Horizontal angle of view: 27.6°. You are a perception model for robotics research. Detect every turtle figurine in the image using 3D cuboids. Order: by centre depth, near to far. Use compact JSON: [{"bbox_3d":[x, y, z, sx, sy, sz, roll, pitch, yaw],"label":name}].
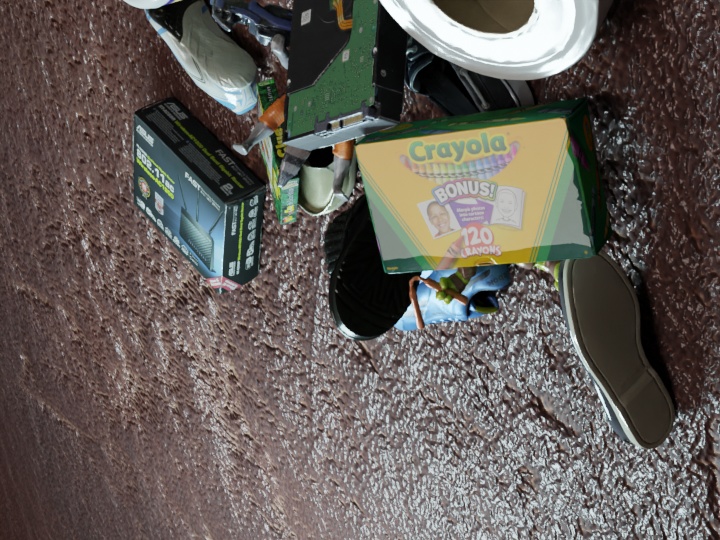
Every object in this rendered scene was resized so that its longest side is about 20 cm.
[{"bbox_3d":[0.116,-0.031,1.321,0.159,0.064,0.203,15,109,28],"label":"turtle figurine"}]

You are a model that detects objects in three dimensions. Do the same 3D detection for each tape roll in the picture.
[{"bbox_3d":[0.102,-0.241,1.120,0.200,0.071,0.203,23,150,14],"label":"tape roll"}]

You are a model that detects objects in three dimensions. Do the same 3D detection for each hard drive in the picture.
[{"bbox_3d":[-0.010,-0.215,1.282,0.139,0.037,0.203,-11,71,53],"label":"hard drive"}]

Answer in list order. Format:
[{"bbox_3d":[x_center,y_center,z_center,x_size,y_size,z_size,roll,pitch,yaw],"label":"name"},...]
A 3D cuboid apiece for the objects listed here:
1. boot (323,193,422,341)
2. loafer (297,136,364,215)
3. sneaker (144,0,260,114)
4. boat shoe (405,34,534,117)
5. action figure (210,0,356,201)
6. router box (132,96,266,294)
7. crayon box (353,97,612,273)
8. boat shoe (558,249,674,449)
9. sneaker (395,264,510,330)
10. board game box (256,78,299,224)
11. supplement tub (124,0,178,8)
[{"bbox_3d":[0.002,0.001,1.442,0.079,0.213,0.158,31,146,-10],"label":"boot"},{"bbox_3d":[-0.042,-0.124,1.512,0.076,0.068,0.201,49,147,21],"label":"loafer"},{"bbox_3d":[-0.180,-0.250,1.626,0.201,0.071,0.073,51,157,25],"label":"sneaker"},{"bbox_3d":[0.065,-0.187,1.301,0.200,0.067,0.072,48,147,22],"label":"boat shoe"},{"bbox_3d":[-0.059,-0.186,1.392,0.198,0.196,0.105,21,167,1],"label":"action figure"},{"bbox_3d":[-0.199,-0.091,1.781,0.200,0.062,0.151,43,143,30],"label":"router box"},{"bbox_3d":[0.103,-0.069,1.235,0.198,0.058,0.120,-5,109,30],"label":"crayon box"},{"bbox_3d":[0.208,0.066,1.272,0.063,0.072,0.202,17,138,59],"label":"boat shoe"},{"bbox_3d":[0.086,0.029,1.443,0.079,0.066,0.200,53,148,8],"label":"sneaker"},{"bbox_3d":[-0.087,-0.120,1.535,0.200,0.023,0.106,107,146,-79],"label":"board game box"},{"bbox_3d":[-0.139,-0.333,1.356,0.145,0.198,0.147,32,133,42],"label":"supplement tub"}]
